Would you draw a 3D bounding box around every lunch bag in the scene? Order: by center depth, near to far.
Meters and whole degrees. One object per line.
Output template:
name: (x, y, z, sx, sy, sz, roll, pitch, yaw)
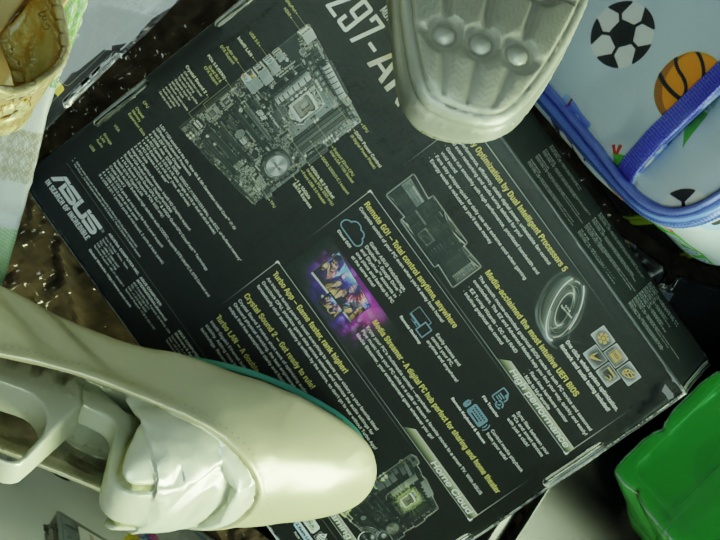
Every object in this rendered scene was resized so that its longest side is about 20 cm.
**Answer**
lunch bag: (0.148, -0.108, 0.984, 0.200, 0.160, 0.076, -43, 147, 9)

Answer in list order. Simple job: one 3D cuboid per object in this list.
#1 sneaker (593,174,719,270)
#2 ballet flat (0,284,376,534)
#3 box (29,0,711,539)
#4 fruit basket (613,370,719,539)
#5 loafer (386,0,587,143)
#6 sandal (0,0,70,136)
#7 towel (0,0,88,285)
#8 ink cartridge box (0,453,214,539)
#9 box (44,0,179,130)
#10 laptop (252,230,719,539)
sneaker: (0.184, -0.041, 1.060, 0.199, 0.075, 0.077, 7, 67, 0)
ballet flat: (-0.093, 0.054, 0.970, 0.199, 0.069, 0.070, 21, 102, -2)
box: (0.000, 0.000, 1.008, 0.160, 0.044, 0.200, -37, 89, 23)
fruit basket: (0.185, 0.085, 1.041, 0.185, 0.094, 0.200, -44, 142, 6)
loafer: (0.043, -0.119, 0.962, 0.070, 0.201, 0.070, 18, 145, -7)
sandal: (-0.125, -0.085, 0.933, 0.078, 0.070, 0.212, 41, 99, -14)
towel: (-0.170, -0.090, 0.981, 0.148, 0.031, 0.201, 16, 104, -8)
ink cartridge box: (-0.098, 0.134, 1.029, 0.200, 0.148, 0.086, 35, 100, -14)
box: (-0.183, -0.119, 1.007, 0.161, 0.049, 0.200, -43, 104, 8)
laptop: (0.062, 0.049, 1.079, 0.200, 0.103, 0.178, 35, 110, 13)
